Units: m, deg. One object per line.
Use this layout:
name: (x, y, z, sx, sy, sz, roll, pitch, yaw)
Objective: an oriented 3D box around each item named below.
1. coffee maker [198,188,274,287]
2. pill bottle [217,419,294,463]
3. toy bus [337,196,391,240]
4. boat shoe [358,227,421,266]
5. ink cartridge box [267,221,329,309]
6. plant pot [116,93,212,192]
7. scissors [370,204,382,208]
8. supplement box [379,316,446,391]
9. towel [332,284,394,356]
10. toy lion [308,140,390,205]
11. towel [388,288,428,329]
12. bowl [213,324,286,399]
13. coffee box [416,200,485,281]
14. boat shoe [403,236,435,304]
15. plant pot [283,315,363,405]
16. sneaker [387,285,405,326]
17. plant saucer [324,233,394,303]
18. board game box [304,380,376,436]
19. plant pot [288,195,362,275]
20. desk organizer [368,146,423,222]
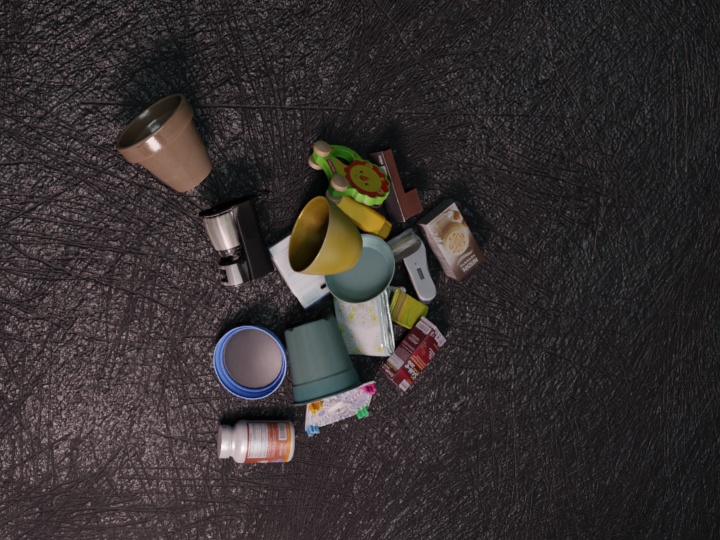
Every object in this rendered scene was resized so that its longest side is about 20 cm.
coffee maker: (-0.291, -0.078, 1.520, 0.189, 0.135, 0.204, -18, 108, -10)
pill bottle: (-0.285, 0.464, 1.625, 0.196, 0.112, 0.115, 5, 97, -20)
toy bus: (0.001, -0.151, 1.649, 0.198, 0.078, 0.066, 32, 87, -21)
boat shoe: (0.074, -0.055, 1.680, 0.199, 0.075, 0.065, -26, 63, -10)
ink cartridge box: (-0.128, -0.030, 1.642, 0.198, 0.041, 0.202, -33, 108, -13)
plant pot: (-0.445, -0.288, 1.420, 0.200, 0.200, 0.176, -42, 126, -9)
scissors: (-0.023, -0.235, 1.658, 0.197, 0.014, 0.074, 22, 124, -8)
supplement box: (0.156, 0.246, 1.756, 0.201, 0.061, 0.109, -50, 141, -6)
towel: (0.008, 0.137, 1.659, 0.048, 0.169, 0.204, -20, 106, -52)
toy lion: (-0.020, -0.255, 1.587, 0.189, 0.069, 0.202, -8, 57, -31)
towel: (0.140, 0.119, 1.719, 0.199, 0.018, 0.087, 29, 82, -53)
bowl: (-0.291, 0.240, 1.588, 0.196, 0.039, 0.205, 1, 102, 5)
coffee box: (0.266, -0.088, 1.755, 0.114, 0.080, 0.202, -37, 109, -10)
boat shoe: (0.166, 0.000, 1.743, 0.069, 0.091, 0.204, -15, 76, -2)
plant pot: (-0.113, 0.237, 1.604, 0.197, 0.200, 0.200, -15, 85, -17)
sneaker: (0.077, 0.066, 1.724, 0.094, 0.070, 0.200, -48, 113, -19)
plant saucer: (0.000, 0.000, 1.600, 0.200, 0.199, 0.036, -47, 153, -7)
board game box: (-0.056, 0.390, 1.671, 0.196, 0.026, 0.201, -15, 147, -17)
plant pot: (-0.076, -0.072, 1.537, 0.140, 0.199, 0.204, 19, 92, -31)
desk organizer: (0.100, -0.244, 1.670, 0.076, 0.071, 0.203, -28, 107, -27)
